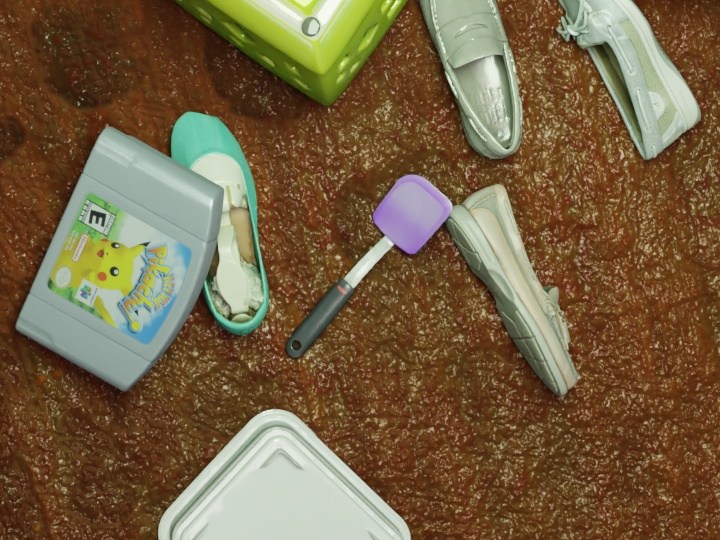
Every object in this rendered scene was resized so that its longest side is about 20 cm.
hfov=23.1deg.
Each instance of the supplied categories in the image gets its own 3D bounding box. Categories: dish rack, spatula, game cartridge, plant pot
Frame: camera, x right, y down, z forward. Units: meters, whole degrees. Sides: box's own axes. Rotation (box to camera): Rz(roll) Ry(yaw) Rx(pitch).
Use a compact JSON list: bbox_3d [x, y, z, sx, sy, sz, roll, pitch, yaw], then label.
[{"bbox_3d":[-0.064,0.246,1.595,0.200,0.044,0.172,44,88,-14],"label":"dish rack"},{"bbox_3d":[0.000,0.000,1.576,0.056,0.021,0.200,42,93,8],"label":"spatula"},{"bbox_3d":[-0.200,-0.004,1.499,0.132,0.040,0.201,27,106,3],"label":"game cartridge"},{"bbox_3d":[-0.052,-0.271,1.431,0.199,0.181,0.200,34,92,0],"label":"plant pot"}]

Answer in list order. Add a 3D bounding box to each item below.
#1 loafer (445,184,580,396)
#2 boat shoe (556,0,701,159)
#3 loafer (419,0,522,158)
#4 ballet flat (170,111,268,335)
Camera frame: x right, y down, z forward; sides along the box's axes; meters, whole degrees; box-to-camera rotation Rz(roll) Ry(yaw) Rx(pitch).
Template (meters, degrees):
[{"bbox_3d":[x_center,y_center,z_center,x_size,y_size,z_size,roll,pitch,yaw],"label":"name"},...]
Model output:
[{"bbox_3d":[0.151,0.016,1.589,0.063,0.072,0.201,-34,100,-11],"label":"loafer"},{"bbox_3d":[0.225,-0.193,1.568,0.065,0.074,0.202,-41,110,-7],"label":"boat shoe"},{"bbox_3d":[0.101,-0.197,1.544,0.069,0.070,0.202,-21,101,-6],"label":"loafer"},{"bbox_3d":[-0.117,-0.040,1.527,0.067,0.070,0.202,-14,100,-8],"label":"ballet flat"}]
